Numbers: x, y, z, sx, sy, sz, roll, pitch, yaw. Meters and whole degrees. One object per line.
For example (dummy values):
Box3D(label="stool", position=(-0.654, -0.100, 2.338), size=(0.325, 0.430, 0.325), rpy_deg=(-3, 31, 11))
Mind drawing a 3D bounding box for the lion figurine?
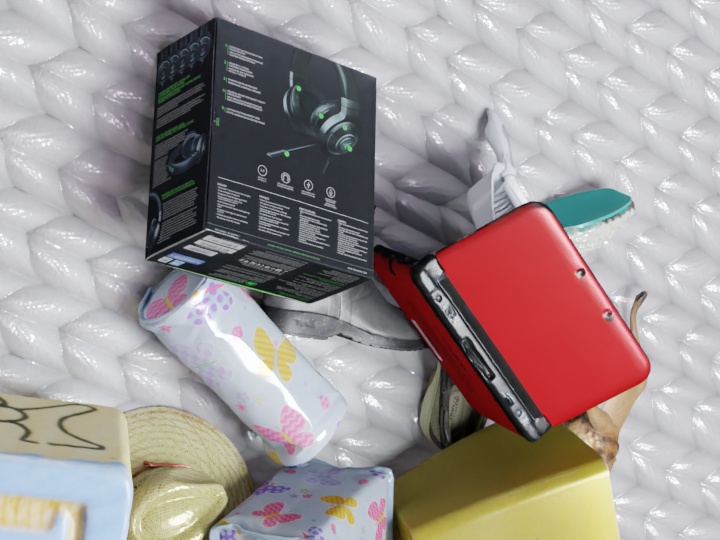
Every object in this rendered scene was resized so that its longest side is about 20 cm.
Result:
Box3D(label="lion figurine", position=(0.254, 0.129, 1.839), size=(0.200, 0.072, 0.123), rpy_deg=(-49, 131, -20))

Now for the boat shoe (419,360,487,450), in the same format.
Box3D(label="boat shoe", position=(0.107, 0.088, 1.700), size=(0.073, 0.065, 0.201), rpy_deg=(-8, 122, -26))

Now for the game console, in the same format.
Box3D(label="game console", position=(0.127, 0.036, 1.574), size=(0.119, 0.172, 0.200), rpy_deg=(-40, 112, -12))

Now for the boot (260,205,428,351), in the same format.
Box3D(label="boot", position=(0.000, 0.000, 1.632), size=(0.199, 0.070, 0.132), rpy_deg=(9, 91, -40))

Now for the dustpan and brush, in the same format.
Box3D(label="dustpan and brush", position=(0.135, -0.067, 1.659), size=(0.057, 0.200, 0.140), rpy_deg=(-32, 141, 12))

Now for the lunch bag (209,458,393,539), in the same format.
Box3D(label="lunch bag", position=(-0.041, 0.283, 1.554), size=(0.170, 0.127, 0.201), rpy_deg=(-33, 127, -61))

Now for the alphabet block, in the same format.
Box3D(label="alphabet block", position=(-0.279, 0.208, 1.368), size=(0.194, 0.200, 0.197), rpy_deg=(10, 98, -9))

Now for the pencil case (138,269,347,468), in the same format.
Box3D(label="pencil case", position=(-0.100, 0.079, 1.550), size=(0.200, 0.091, 0.083), rpy_deg=(49, 52, -23))

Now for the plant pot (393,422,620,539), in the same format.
Box3D(label="plant pot", position=(0.124, 0.259, 1.633), size=(0.176, 0.200, 0.201), rpy_deg=(-13, 103, -9))

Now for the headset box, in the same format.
Box3D(label="headset box", position=(-0.080, -0.094, 1.493), size=(0.174, 0.093, 0.201), rpy_deg=(15, 66, -37))

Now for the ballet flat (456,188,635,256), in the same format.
Box3D(label="ballet flat", position=(0.176, -0.026, 1.752), size=(0.199, 0.072, 0.072), rpy_deg=(-17, 111, -24))

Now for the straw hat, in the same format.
Box3D(label="straw hat", position=(-0.161, 0.207, 1.517), size=(0.200, 0.085, 0.202), rpy_deg=(6, 77, -25))
